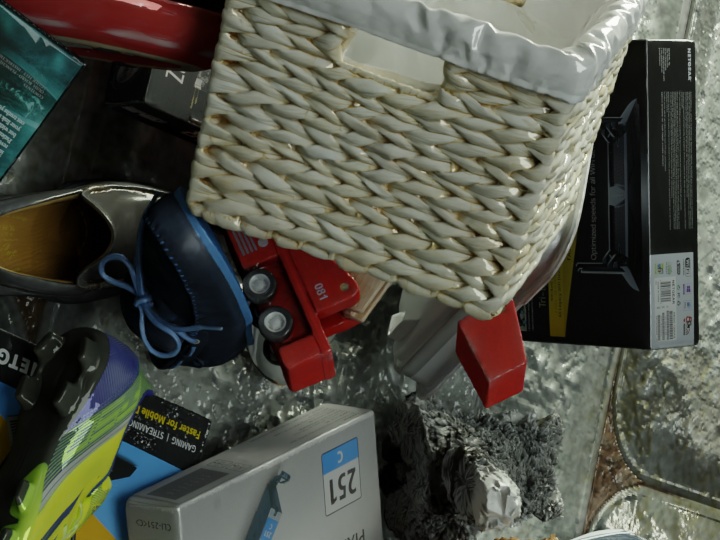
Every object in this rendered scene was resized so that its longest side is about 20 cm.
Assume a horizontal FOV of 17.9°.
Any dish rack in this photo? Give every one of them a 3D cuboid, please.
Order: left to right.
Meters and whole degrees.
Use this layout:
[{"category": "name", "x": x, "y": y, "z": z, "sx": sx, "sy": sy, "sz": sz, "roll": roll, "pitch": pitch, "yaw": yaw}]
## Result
[{"category": "dish rack", "x": 0.077, "y": -0.029, "z": 1.429, "sx": 0.043, "sy": 0.200, "sz": 0.173, "roll": 25, "pitch": 50, "yaw": -14}]

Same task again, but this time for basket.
[{"category": "basket", "x": 0.033, "y": -0.099, "z": 1.225, "sx": 0.200, "sy": 0.197, "sz": 0.162, "roll": -49, "pitch": 157, "yaw": -63}]

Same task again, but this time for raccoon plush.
[{"category": "raccoon plush", "x": 0.098, "y": 0.145, "z": 1.466, "sx": 0.133, "sy": 0.200, "sz": 0.098, "roll": 5, "pitch": 106, "yaw": -22}]

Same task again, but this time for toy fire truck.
[{"category": "toy fire truck", "x": 0.000, "y": 0.000, "z": 1.333, "sx": 0.140, "sy": 0.049, "sz": 0.201, "roll": -22, "pitch": 69, "yaw": -7}]

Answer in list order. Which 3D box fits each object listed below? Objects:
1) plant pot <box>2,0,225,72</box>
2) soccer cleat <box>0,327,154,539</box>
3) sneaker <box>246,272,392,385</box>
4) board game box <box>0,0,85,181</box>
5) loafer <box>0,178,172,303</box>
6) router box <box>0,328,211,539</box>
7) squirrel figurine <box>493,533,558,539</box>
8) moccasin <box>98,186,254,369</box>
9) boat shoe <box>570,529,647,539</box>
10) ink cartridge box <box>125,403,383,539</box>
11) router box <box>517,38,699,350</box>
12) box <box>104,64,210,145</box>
[{"category": "plant pot", "x": -0.132, "y": -0.207, "z": 1.235, "sx": 0.199, "sy": 0.200, "sz": 0.184, "roll": 7, "pitch": 91, "yaw": -42}, {"category": "soccer cleat", "x": -0.170, "y": 0.128, "z": 1.229, "sx": 0.084, "sy": 0.064, "sz": 0.201, "roll": 43, "pitch": 66, "yaw": -44}, {"category": "sneaker", "x": 0.003, "y": -0.010, "z": 1.397, "sx": 0.076, "sy": 0.092, "sz": 0.201, "roll": 9, "pitch": 111, "yaw": -61}, {"category": "board game box", "x": -0.255, "y": -0.108, "z": 1.127, "sx": 0.200, "sy": 0.028, "sz": 0.136, "roll": 37, "pitch": 93, "yaw": -20}, {"category": "loafer", "x": -0.160, "y": -0.015, "z": 1.298, "sx": 0.199, "sy": 0.072, "sz": 0.073, "roll": -11, "pitch": 97, "yaw": -42}, {"category": "router box", "x": -0.188, "y": 0.123, "z": 1.291, "sx": 0.199, "sy": 0.051, "sz": 0.150, "roll": 27, "pitch": 74, "yaw": -41}, {"category": "squirrel figurine", "x": 0.038, "y": 0.221, "z": 1.377, "sx": 0.200, "sy": 0.142, "sz": 0.186, "roll": -42, "pitch": 139, "yaw": 19}, {"category": "moccasin", "x": -0.101, "y": 0.021, "z": 1.292, "sx": 0.068, "sy": 0.200, "sz": 0.081, "roll": -26, "pitch": 67, "yaw": -7}, {"category": "boat shoe", "x": 0.152, "y": 0.224, "z": 1.577, "sx": 0.199, "sy": 0.091, "sz": 0.071, "roll": -16, "pitch": 102, "yaw": -41}, {"category": "ink cartridge box", "x": -0.058, "y": 0.192, "z": 1.379, "sx": 0.199, "sy": 0.044, "sz": 0.178, "roll": -22, "pitch": 113, "yaw": -52}, {"category": "router box", "x": 0.150, "y": -0.051, "z": 1.522, "sx": 0.052, "sy": 0.157, "sz": 0.202, "roll": -4, "pitch": 94, "yaw": -42}, {"category": "box", "x": -0.063, "y": -0.171, "z": 1.401, "sx": 0.160, "sy": 0.043, "sz": 0.202, "roll": 20, "pitch": 78, "yaw": -41}]
